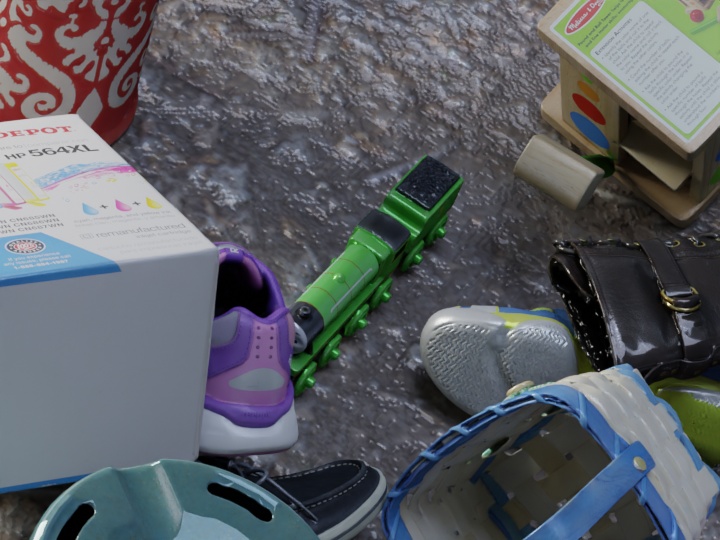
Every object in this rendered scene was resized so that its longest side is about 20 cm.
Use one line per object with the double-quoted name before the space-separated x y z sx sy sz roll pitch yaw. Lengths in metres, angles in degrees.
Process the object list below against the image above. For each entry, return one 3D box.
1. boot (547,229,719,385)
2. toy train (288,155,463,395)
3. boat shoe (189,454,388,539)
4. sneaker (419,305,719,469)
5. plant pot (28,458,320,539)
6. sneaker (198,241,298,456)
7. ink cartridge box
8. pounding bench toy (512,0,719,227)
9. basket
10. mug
"boot" 0.191 -0.010 1.620 0.174 0.069 0.200 0 45 -14
"toy train" 0.000 0.000 1.638 0.042 0.056 0.200 33 45 9
"boat shoe" -0.073 0.125 1.475 0.200 0.062 0.075 -13 12 -29
"sneaker" 0.130 0.053 1.646 0.200 0.076 0.105 20 28 -7
"plant pot" -0.102 0.202 1.312 0.200 0.196 0.201 12 46 -13
"sneaker" -0.083 0.018 1.535 0.080 0.089 0.200 -3 28 -25
"ink cartridge box" -0.178 0.009 1.475 0.128 0.126 0.200 -8 30 -30
"pounding bench toy" 0.171 -0.099 1.749 0.124 0.156 0.200 41 78 15
"basket" 0.082 0.142 1.461 0.139 0.176 0.200 51 33 -1
"mug" -0.188 -0.190 1.632 0.177 0.200 0.133 37 47 12
